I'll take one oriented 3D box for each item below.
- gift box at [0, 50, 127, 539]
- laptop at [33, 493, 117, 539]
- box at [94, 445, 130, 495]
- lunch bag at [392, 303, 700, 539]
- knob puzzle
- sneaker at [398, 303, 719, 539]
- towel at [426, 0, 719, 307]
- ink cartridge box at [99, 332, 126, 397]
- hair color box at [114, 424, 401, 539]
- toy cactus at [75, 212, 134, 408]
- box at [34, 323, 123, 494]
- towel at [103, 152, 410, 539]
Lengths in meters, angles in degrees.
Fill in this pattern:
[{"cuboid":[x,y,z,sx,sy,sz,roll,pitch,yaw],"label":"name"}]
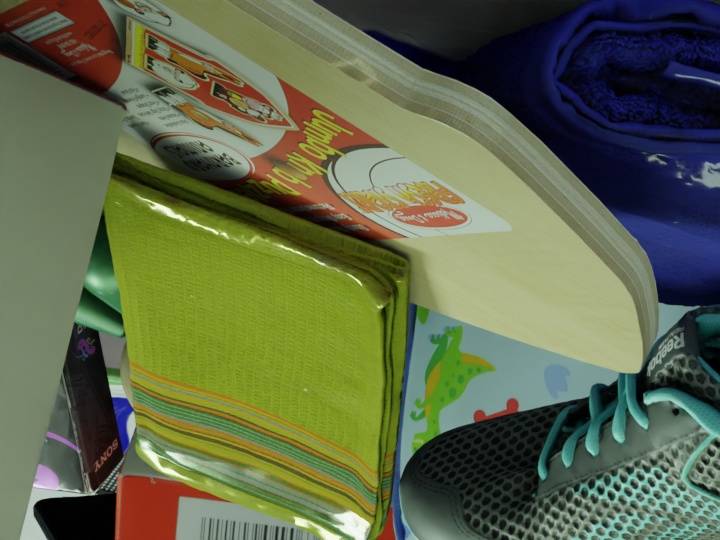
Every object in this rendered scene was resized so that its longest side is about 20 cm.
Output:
[{"cuboid":[-0.157,0.040,0.550,0.199,0.188,0.184,21,152,-17],"label":"gift box"},{"cuboid":[-0.019,0.177,0.919,0.186,0.117,0.200,-2,-159,-23],"label":"laptop"},{"cuboid":[-0.018,0.085,1.188,0.159,0.044,0.200,14,-139,22],"label":"box"},{"cuboid":[0.104,0.047,0.788,0.199,0.162,0.082,-1,172,43],"label":"lunch bag"},{"cuboid":[-0.008,-0.035,0.548,0.219,0.031,0.220,26,168,6],"label":"knob puzzle"},{"cuboid":[0.096,0.046,0.669,0.199,0.078,0.091,-6,129,29],"label":"sneaker"},{"cuboid":[0.081,-0.031,0.622,0.147,0.050,0.200,18,172,-16],"label":"towel"},{"cuboid":[-0.134,0.015,1.125,0.144,0.085,0.200,9,173,-33],"label":"ink cartridge box"},{"cuboid":[-0.033,0.073,0.939,0.110,0.064,0.200,6,-161,0],"label":"hair color box"},{"cuboid":[-0.074,0.015,0.781,0.199,0.103,0.165,6,139,31],"label":"toy cactus"},{"cuboid":[-0.196,0.011,0.909,0.199,0.144,0.036,5,-151,24],"label":"box"},{"cuboid":[-0.030,0.031,0.661,0.086,0.018,0.200,19,156,7],"label":"towel"}]
